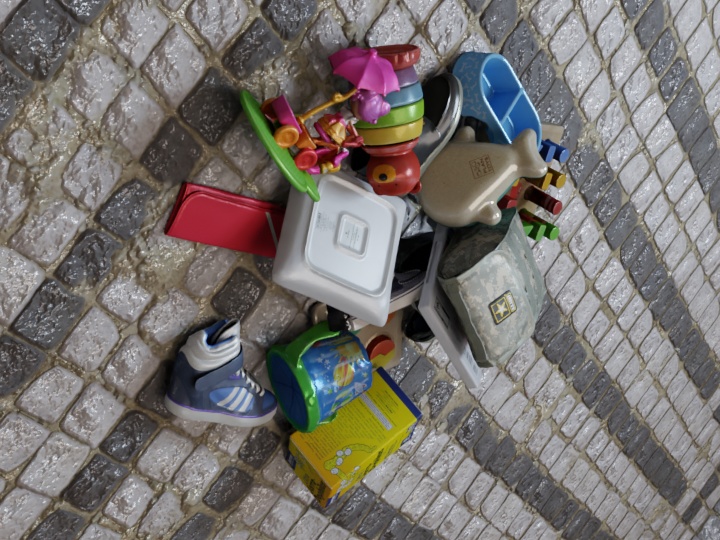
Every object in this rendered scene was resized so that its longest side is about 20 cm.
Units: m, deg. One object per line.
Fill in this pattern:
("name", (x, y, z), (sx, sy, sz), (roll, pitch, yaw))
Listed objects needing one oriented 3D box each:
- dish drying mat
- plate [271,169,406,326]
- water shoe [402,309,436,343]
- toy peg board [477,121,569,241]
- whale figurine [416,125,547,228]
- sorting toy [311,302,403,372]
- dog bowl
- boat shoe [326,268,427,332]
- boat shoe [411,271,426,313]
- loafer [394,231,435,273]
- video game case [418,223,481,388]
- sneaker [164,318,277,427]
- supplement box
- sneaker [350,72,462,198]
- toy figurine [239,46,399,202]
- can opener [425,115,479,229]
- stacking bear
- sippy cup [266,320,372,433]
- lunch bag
("dish drying mat", (-0.174, -0.066, 1.525), (0.199, 0.018, 0.078), (12, 107, -49))
("plate", (-0.019, -0.046, 1.569), (0.198, 0.032, 0.202), (24, 67, -31))
("water shoe", (0.149, 0.043, 1.854), (0.201, 0.071, 0.079), (-53, 160, 11))
("toy peg board", (0.274, -0.140, 1.869), (0.198, 0.097, 0.202), (-2, 117, -45))
("whale figurine", (0.183, -0.140, 1.686), (0.198, 0.161, 0.104), (-22, 164, 13))
("sorting toy", (0.002, 0.108, 1.804), (0.198, 0.036, 0.187), (-24, 130, -34))
("dog bowl", (0.214, -0.247, 1.716), (0.201, 0.049, 0.112), (54, 53, -29))
("boat shoe", (0.025, 0.013, 1.643), (0.199, 0.074, 0.094), (-27, 107, -41))
("boat shoe", (0.141, 0.073, 1.797), (0.068, 0.057, 0.200), (-40, 134, 3))
("loafer", (0.099, -0.021, 1.786), (0.199, 0.070, 0.069), (-3, 119, -50))
("video game case", (0.151, 0.051, 1.739), (0.201, 0.023, 0.184), (56, 36, -38))
("sneaker", (-0.178, 0.141, 1.608), (0.198, 0.081, 0.148), (9, 113, -42))
("supplement box", (-0.012, 0.271, 1.817), (0.199, 0.110, 0.109), (-35, 162, -23))
("sneaker", (0.070, -0.209, 1.634), (0.106, 0.075, 0.202), (24, 97, -48))
("toy figurine", (-0.028, -0.199, 1.438), (0.183, 0.151, 0.200), (-32, 143, 7))
("can opener", (0.148, -0.158, 1.780), (0.067, 0.053, 0.203), (-57, 159, -65))
("stacking bear", (0.037, -0.201, 1.538), (0.114, 0.120, 0.203), (-50, 135, -66))
("sippy cup", (-0.056, 0.157, 1.689), (0.129, 0.141, 0.178), (-23, 174, -23))
("lunch bag", (0.195, 0.027, 1.681), (0.165, 0.116, 0.201), (65, 33, -25))
